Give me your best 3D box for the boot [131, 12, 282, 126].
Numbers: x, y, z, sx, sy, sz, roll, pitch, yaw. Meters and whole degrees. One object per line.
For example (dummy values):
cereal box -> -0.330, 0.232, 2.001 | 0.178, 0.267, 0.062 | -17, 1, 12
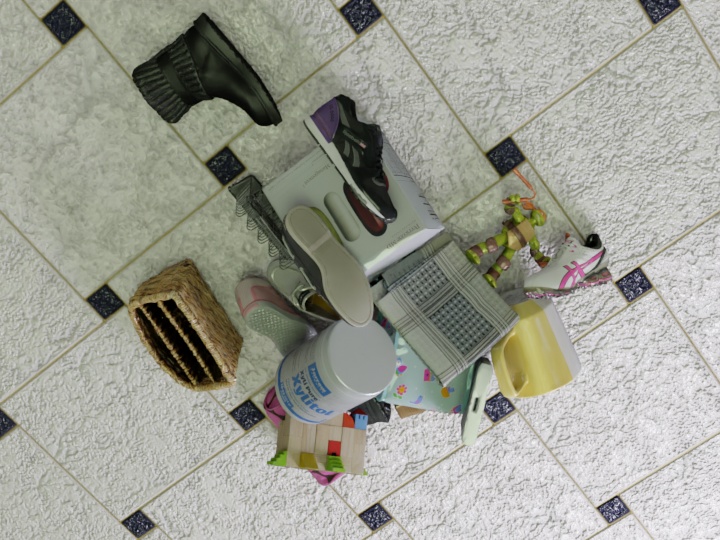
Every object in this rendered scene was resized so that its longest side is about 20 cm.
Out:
boot -> -0.236, -0.272, 1.497 | 0.157, 0.079, 0.212 | -40, 98, 8

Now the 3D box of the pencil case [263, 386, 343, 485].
pencil case -> -0.090, 0.291, 1.743 | 0.093, 0.091, 0.201 | -31, 113, 5

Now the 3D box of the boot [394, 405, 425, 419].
boot -> 0.097, 0.160, 1.702 | 0.142, 0.071, 0.203 | -27, 114, 4

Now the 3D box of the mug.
mug -> 0.286, 0.119, 1.625 | 0.147, 0.187, 0.155 | -18, 104, 5

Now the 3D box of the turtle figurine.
turtle figurine -> 0.250, -0.061, 1.599 | 0.161, 0.064, 0.201 | -39, 121, -6

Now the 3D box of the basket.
basket -> -0.306, 0.111, 1.628 | 0.141, 0.150, 0.202 | -26, 112, 11

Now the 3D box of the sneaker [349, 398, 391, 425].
sneaker -> -0.021, 0.200, 1.713 | 0.090, 0.076, 0.202 | -21, 108, 19

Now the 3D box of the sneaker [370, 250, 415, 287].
sneaker -> 0.000, 0.000, 1.617 | 0.198, 0.082, 0.074 | -25, 114, 11

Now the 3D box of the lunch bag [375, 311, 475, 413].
lunch bag -> 0.107, 0.123, 1.603 | 0.168, 0.122, 0.203 | 14, 93, -24

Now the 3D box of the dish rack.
dish rack -> -0.145, -0.069, 1.525 | 0.054, 0.200, 0.154 | -38, 109, 7

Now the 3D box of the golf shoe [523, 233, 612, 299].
golf shoe -> 0.334, -0.005, 1.587 | 0.198, 0.072, 0.094 | -15, 95, -39

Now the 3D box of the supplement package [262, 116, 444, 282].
supplement package -> -0.008, -0.095, 1.504 | 0.190, 0.147, 0.202 | -36, 83, 14

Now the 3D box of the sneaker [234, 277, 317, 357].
sneaker -> -0.146, 0.078, 1.664 | 0.075, 0.105, 0.200 | -41, 138, 7

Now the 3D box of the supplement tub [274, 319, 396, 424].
supplement tub -> -0.044, 0.163, 1.551 | 0.131, 0.133, 0.200 | 34, 146, -14

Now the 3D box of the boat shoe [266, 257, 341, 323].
boat shoe -> -0.082, 0.038, 1.594 | 0.198, 0.070, 0.072 | 29, 111, 20

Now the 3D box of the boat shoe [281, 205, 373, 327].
boat shoe -> -0.051, -0.001, 1.426 | 0.072, 0.063, 0.201 | -33, 88, -31

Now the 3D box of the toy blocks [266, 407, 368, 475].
toy blocks -> -0.065, 0.275, 1.661 | 0.197, 0.100, 0.139 | 13, 75, -27

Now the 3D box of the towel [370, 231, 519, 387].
towel -> 0.133, 0.054, 1.533 | 0.192, 0.035, 0.201 | -35, 78, -25

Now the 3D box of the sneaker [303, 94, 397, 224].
sneaker -> 0.005, -0.165, 1.385 | 0.087, 0.076, 0.201 | -37, 82, 7

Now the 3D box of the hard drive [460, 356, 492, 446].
hard drive -> 0.196, 0.217, 1.630 | 0.026, 0.200, 0.134 | 14, 90, 6
